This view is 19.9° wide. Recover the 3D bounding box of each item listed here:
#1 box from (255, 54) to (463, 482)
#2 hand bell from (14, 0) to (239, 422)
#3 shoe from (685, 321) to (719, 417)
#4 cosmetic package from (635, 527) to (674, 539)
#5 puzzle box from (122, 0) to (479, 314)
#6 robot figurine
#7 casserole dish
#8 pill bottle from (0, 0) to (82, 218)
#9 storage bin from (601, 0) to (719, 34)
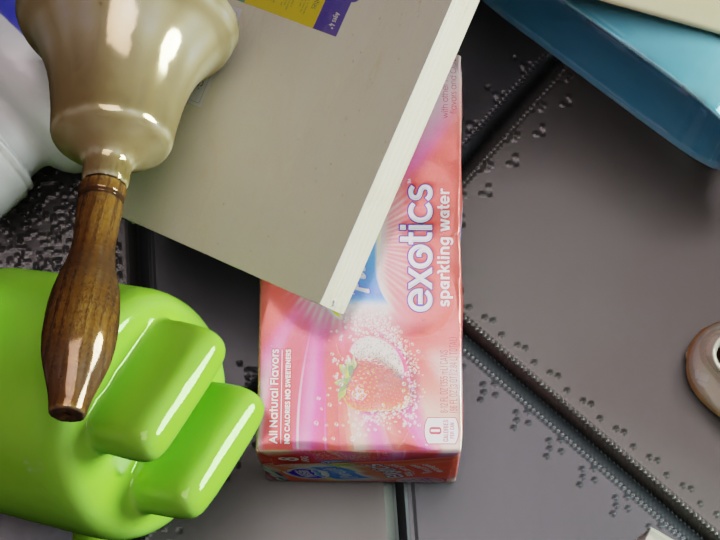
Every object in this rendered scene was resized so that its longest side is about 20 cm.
[{"bbox_3d":[0.000,0.000,1.020,0.102,0.095,0.201,1,76,2],"label":"box"},{"bbox_3d":[-0.113,-0.028,0.900,0.104,0.104,0.201,4,62,0],"label":"hand bell"},{"bbox_3d":[0.252,0.087,1.023,0.199,0.053,0.070,30,77,7],"label":"shoe"},{"bbox_3d":[0.200,0.206,0.967,0.199,0.104,0.073,29,78,7],"label":"cosmetic package"},{"bbox_3d":[-0.024,-0.094,0.971,0.133,0.025,0.201,24,89,31],"label":"puzzle box"},{"bbox_3d":[-0.145,0.059,0.964,0.199,0.176,0.116,8,55,36],"label":"robot figurine"},{"bbox_3d":[0.128,-0.122,1.038,0.200,0.121,0.039,38,87,9],"label":"casserole dish"},{"bbox_3d":[-0.142,-0.121,1.041,0.112,0.112,0.200,43,79,9],"label":"pill bottle"},{"bbox_3d":[0.166,-0.208,1.009,0.199,0.094,0.199,12,42,-20],"label":"storage bin"}]
